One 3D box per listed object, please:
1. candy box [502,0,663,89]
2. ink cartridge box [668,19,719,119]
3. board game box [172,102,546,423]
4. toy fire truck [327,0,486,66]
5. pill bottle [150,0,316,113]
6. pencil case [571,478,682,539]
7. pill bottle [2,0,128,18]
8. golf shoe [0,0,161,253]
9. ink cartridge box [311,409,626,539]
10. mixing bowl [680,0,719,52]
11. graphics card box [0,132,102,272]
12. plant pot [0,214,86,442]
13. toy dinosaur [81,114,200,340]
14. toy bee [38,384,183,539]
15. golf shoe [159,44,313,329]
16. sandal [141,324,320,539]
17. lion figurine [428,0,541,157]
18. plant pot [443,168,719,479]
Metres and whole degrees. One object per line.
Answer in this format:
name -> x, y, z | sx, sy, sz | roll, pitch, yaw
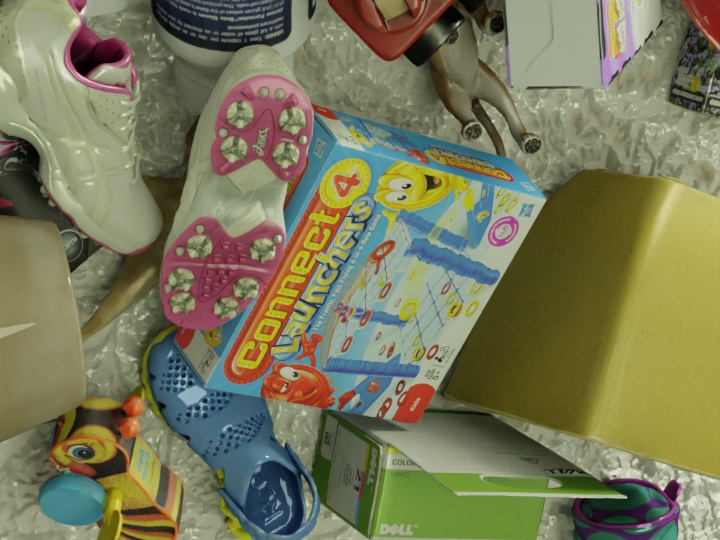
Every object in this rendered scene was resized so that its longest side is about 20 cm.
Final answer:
candy box -> 0.155, -0.231, 1.586 | 0.200, 0.071, 0.169 | -44, 132, -64
ink cartridge box -> 0.317, -0.211, 1.753 | 0.108, 0.050, 0.202 | 10, 99, -29
board game box -> 0.000, 0.000, 1.570 | 0.195, 0.056, 0.201 | 12, 116, -39
toy fire truck -> 0.045, -0.215, 1.387 | 0.176, 0.200, 0.129 | -44, 96, 10
pill bottle -> -0.083, -0.201, 1.486 | 0.110, 0.111, 0.201 | -18, 136, -22
pencil case -> 0.221, 0.270, 1.815 | 0.092, 0.085, 0.202 | -11, 110, -8
pill bottle -> -0.192, -0.264, 1.438 | 0.111, 0.111, 0.202 | -10, 107, -25
golf shoe -> -0.168, -0.090, 1.433 | 0.091, 0.076, 0.200 | -23, 130, 15
ink cartridge box -> 0.074, 0.162, 1.642 | 0.147, 0.200, 0.076 | 5, 102, -28
mixing bowl -> 0.328, -0.245, 1.661 | 0.199, 0.108, 0.202 | 12, 66, -28
graphics card box -> -0.249, -0.077, 1.495 | 0.125, 0.051, 0.201 | -41, 120, -13
plant pot -> -0.265, 0.040, 1.416 | 0.172, 0.200, 0.202 | -10, 108, -14
toy dinosaur -> -0.129, -0.015, 1.583 | 0.101, 0.058, 0.201 | 33, 81, -16
toy bee -> -0.175, 0.131, 1.545 | 0.199, 0.108, 0.132 | 21, 55, -51
golf shoe -> -0.081, -0.055, 1.475 | 0.075, 0.092, 0.201 | 14, 121, -17
sandal -> -0.083, 0.122, 1.616 | 0.079, 0.087, 0.201 | -38, 116, -11
lion figurine -> 0.066, -0.162, 1.618 | 0.072, 0.123, 0.201 | -20, 128, -13
plant pot -> 0.211, 0.036, 1.694 | 0.193, 0.195, 0.202 | 18, 86, -30
